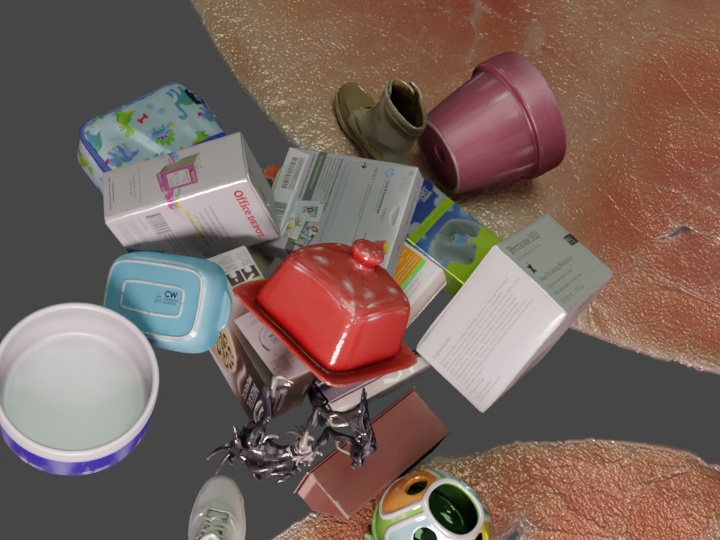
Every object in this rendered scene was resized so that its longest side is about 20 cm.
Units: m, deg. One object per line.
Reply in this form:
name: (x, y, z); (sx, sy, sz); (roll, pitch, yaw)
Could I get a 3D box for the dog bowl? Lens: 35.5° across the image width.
dog bowl: (-0.349, 0.145, 1.377); (0.198, 0.079, 0.202); (7, 60, -12)

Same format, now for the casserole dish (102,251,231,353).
casserole dish: (-0.257, 0.038, 1.439); (0.198, 0.039, 0.122); (8, 87, 25)

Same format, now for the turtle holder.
turtle holder: (0.101, 0.331, 1.376); (0.140, 0.132, 0.187); (-14, 65, -28)

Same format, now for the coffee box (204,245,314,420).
coffee box: (-0.146, 0.086, 1.471); (0.079, 0.113, 0.201); (-22, 66, -28)

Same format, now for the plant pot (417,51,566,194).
plant pot: (0.193, -0.213, 1.749); (0.178, 0.200, 0.201); (-27, 68, -14)

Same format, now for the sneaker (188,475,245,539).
sneaker: (-0.168, 0.315, 1.310); (0.073, 0.116, 0.201); (12, 53, -8)

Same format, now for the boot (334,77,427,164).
boot: (0.032, -0.247, 1.725); (0.071, 0.155, 0.201); (-13, 61, -25)

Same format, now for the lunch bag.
lunch bag: (-0.290, -0.170, 1.615); (0.199, 0.083, 0.161); (-29, 73, -30)

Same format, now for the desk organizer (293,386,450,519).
desk organizer: (0.017, 0.244, 1.447); (0.199, 0.072, 0.077); (-34, 75, -33)

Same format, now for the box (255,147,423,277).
box: (-0.029, -0.081, 1.544); (0.198, 0.041, 0.157); (10, 69, 22)

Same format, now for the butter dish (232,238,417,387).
butter dish: (-0.019, 0.028, 1.393); (0.200, 0.149, 0.199); (42, 29, 25)

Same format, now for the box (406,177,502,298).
box: (0.118, -0.050, 1.691); (0.199, 0.048, 0.122); (39, 54, 8)

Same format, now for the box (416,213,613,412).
box: (0.210, 0.054, 1.525); (0.131, 0.201, 0.199); (42, 31, 12)

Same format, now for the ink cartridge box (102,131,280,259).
ink cartridge box: (-0.221, -0.086, 1.494); (0.198, 0.145, 0.085); (-14, 58, 7)

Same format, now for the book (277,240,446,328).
book: (0.000, 0.000, 1.542); (0.200, 0.048, 0.134); (38, 80, 24)

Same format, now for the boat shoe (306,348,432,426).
boat shoe: (0.009, 0.126, 1.518); (0.199, 0.075, 0.093); (-24, 74, -29)

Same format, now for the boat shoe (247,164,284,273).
boat shoe: (-0.149, -0.068, 1.605); (0.062, 0.071, 0.201); (1, 56, 31)

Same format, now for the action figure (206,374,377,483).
action figure: (-0.083, 0.196, 1.358); (0.198, 0.120, 0.103); (-8, 41, 8)
